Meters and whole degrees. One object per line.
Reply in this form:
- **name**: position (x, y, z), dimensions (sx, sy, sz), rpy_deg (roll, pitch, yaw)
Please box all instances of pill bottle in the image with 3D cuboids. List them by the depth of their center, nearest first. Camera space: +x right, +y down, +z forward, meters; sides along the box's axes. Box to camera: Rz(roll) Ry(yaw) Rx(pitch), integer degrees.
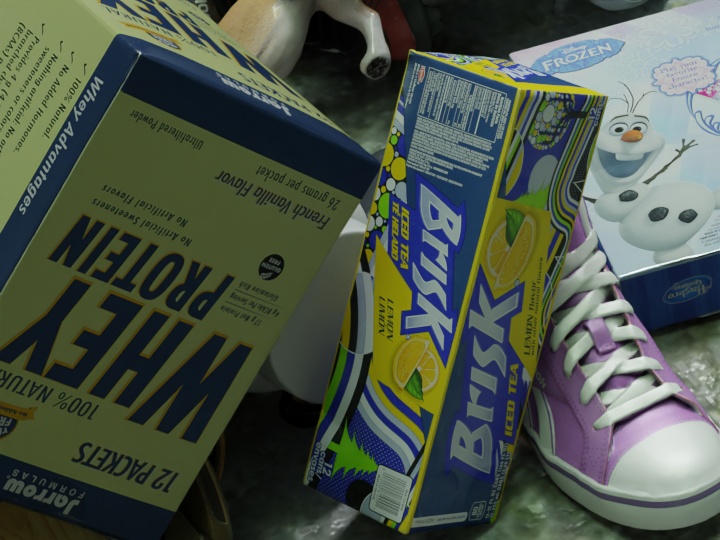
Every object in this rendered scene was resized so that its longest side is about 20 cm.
- **pill bottle**: position (-0.063, -0.008, 1.265), dimensions (0.111, 0.112, 0.200), rpy_deg (-32, 34, -22)

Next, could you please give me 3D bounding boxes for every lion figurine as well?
- **lion figurine**: position (-0.053, -0.124, 1.417), dimensions (0.200, 0.072, 0.123), rpy_deg (-43, 49, 9)

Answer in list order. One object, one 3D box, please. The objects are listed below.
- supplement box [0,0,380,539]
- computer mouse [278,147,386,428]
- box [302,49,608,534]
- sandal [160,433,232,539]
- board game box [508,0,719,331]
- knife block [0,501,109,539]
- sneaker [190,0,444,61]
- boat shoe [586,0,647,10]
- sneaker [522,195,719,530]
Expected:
- **supplement box**: position (-0.133, -0.025, 1.157), dimensions (0.200, 0.134, 0.200), rpy_deg (-59, 39, 10)
- **computer mouse**: position (0.000, 0.000, 1.321), dimensions (0.058, 0.034, 0.200), rpy_deg (2, 42, 17)
- **box**: position (0.040, 0.010, 1.167), dimensions (0.064, 0.201, 0.070), rpy_deg (24, 15, 37)
- **sandal**: position (-0.094, 0.076, 1.239), dimensions (0.054, 0.082, 0.200), rpy_deg (-4, 26, -25)
- **board game box**: position (0.196, -0.067, 1.339), dimensions (0.199, 0.043, 0.199), rpy_deg (-15, 40, -3)
- **knife block**: position (-0.130, 0.136, 1.168), dimensions (0.199, 0.064, 0.176), rpy_deg (3, 42, 19)
- **sneaker**: position (-0.041, -0.150, 1.485), dimensions (0.098, 0.071, 0.200), rpy_deg (-35, 42, -26)
- **boat shoe**: position (0.143, -0.201, 1.509), dimensions (0.067, 0.074, 0.200), rpy_deg (-8, 27, 29)
- **sneaker**: position (0.096, 0.025, 1.201), dimensions (0.072, 0.115, 0.201), rpy_deg (-24, 41, -16)
